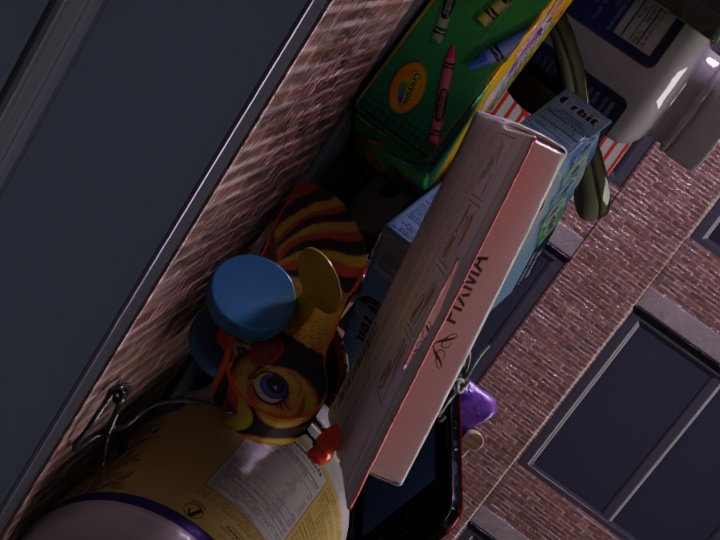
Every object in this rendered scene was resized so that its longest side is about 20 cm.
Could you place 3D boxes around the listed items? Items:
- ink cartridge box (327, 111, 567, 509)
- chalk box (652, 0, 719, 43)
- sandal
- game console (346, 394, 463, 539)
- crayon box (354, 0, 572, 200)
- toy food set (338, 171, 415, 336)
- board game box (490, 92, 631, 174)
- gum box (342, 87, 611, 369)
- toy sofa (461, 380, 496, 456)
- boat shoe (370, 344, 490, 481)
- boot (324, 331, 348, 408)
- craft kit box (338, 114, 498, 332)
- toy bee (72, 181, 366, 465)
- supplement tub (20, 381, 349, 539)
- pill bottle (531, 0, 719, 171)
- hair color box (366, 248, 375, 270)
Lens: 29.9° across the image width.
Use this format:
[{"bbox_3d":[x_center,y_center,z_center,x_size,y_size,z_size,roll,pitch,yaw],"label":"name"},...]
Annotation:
[{"bbox_3d":[0.047,0.018,0.704,0.200,0.043,0.174,-64,-171,7],"label":"ink cartridge box"},{"bbox_3d":[0.255,-0.255,0.974,0.125,0.200,0.124,-57,175,32],"label":"chalk box"},{"bbox_3d":[0.134,-0.127,0.969,0.057,0.201,0.080,-13,-165,10],"label":"sandal"},{"bbox_3d":[-0.018,0.140,1.044,0.172,0.119,0.200,-43,-156,29],"label":"game console"},{"bbox_3d":[0.075,-0.146,0.820,0.200,0.058,0.119,-54,175,-6],"label":"crayon box"},{"bbox_3d":[0.000,0.000,1.065,0.144,0.060,0.200,-50,170,-48],"label":"toy food set"},{"bbox_3d":[0.201,-0.190,1.194,0.200,0.151,0.046,-56,-161,15],"label":"board game box"},{"bbox_3d":[0.073,-0.012,0.916,0.200,0.045,0.170,-37,159,-36],"label":"gum box"},{"bbox_3d":[0.026,0.094,1.204,0.098,0.200,0.083,-48,175,-1],"label":"toy sofa"},{"bbox_3d":[0.046,0.077,0.996,0.200,0.062,0.075,-44,160,-45],"label":"boat shoe"},{"bbox_3d":[-0.059,0.133,0.907,0.154,0.073,0.204,134,-39,-65],"label":"boot"},{"bbox_3d":[0.085,-0.026,1.078,0.198,0.049,0.200,-52,165,15],"label":"craft kit box"},{"bbox_3d":[-0.046,0.051,0.727,0.200,0.109,0.131,-53,177,-14],"label":"toy bee"},{"bbox_3d":[-0.092,0.154,0.769,0.146,0.145,0.200,-57,175,29],"label":"supplement tub"},{"bbox_3d":[0.201,-0.169,1.046,0.120,0.200,0.120,-53,175,-6],"label":"pill bottle"},{"bbox_3d":[-0.028,0.066,1.302,0.200,0.061,0.102,-53,175,-4],"label":"hair color box"}]
